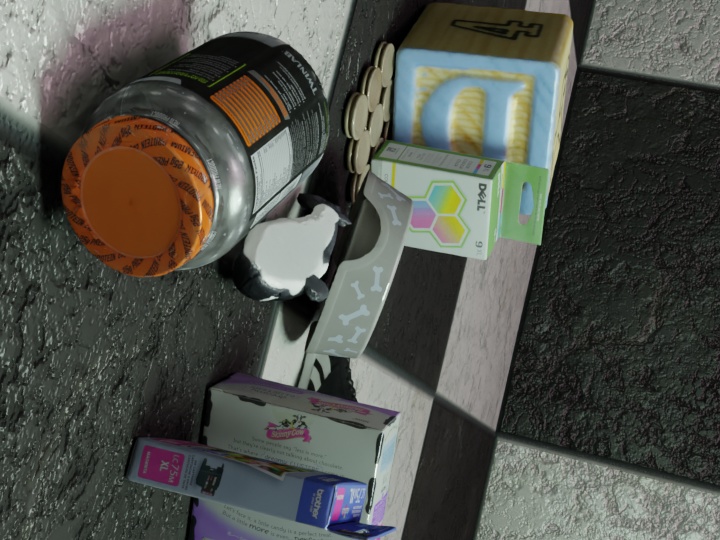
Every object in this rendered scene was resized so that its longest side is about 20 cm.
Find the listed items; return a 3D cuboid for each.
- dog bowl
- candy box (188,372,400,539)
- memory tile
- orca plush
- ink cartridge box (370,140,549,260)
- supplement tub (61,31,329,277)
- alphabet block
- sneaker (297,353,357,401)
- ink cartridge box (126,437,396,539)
[{"bbox_3d":[0.000,0.000,1.266,0.200,0.058,0.203,-160,-91,-87],"label":"dog bowl"},{"bbox_3d":[-0.063,0.211,1.090,0.071,0.165,0.203,-23,124,-72],"label":"candy box"},{"bbox_3d":[0.014,-0.149,1.395,0.202,0.017,0.154,86,21,-45],"label":"memory tile"},{"bbox_3d":[-0.079,-0.016,1.115,0.105,0.071,0.201,46,28,-17],"label":"orca plush"},{"bbox_3d":[0.111,-0.077,1.391,0.059,0.197,0.105,-56,153,-54],"label":"ink cartridge box"},{"bbox_3d":[-0.106,-0.078,0.797,0.200,0.121,0.124,-50,148,-60],"label":"supplement tub"},{"bbox_3d":[0.151,-0.204,1.483,0.200,0.193,0.198,-62,159,-60],"label":"alphabet block"},{"bbox_3d":[-0.014,0.143,1.330,0.073,0.110,0.202,82,25,-55],"label":"sneaker"},{"bbox_3d":[-0.072,0.173,0.964,0.119,0.197,0.043,37,67,-74],"label":"ink cartridge box"}]
